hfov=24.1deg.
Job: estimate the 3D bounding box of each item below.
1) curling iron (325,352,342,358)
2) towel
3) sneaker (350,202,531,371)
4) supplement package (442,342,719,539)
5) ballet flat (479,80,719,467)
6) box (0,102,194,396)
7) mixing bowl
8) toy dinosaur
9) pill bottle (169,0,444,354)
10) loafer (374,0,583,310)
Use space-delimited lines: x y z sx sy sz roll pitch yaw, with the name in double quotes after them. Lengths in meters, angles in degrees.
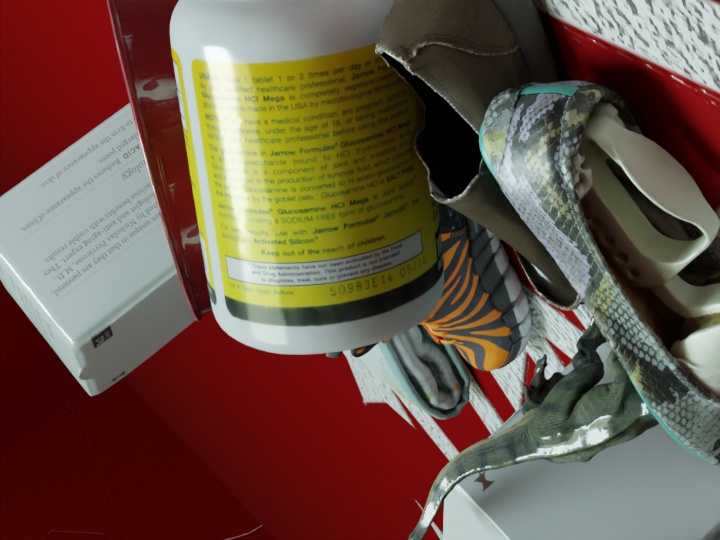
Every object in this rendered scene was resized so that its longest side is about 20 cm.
0.000 0.000 1.034 0.026 0.050 0.200 28 147 2 "curling iron"
-0.010 0.001 1.180 0.171 0.048 0.200 40 164 48 "towel"
0.025 0.013 0.934 0.078 0.112 0.200 41 164 37 "sneaker"
0.125 0.144 0.953 0.117 0.117 0.200 47 167 18 "supplement package"
0.125 0.004 0.683 0.200 0.072 0.072 51 168 -19 "ballet flat"
-0.182 -0.022 1.350 0.131 0.200 0.199 50 167 9 "box"
-0.062 -0.082 0.903 0.200 0.108 0.201 166 90 -88 "mixing bowl"
0.102 0.066 0.821 0.200 0.088 0.047 -28 118 34 "toy dinosaur"
-0.025 -0.073 0.763 0.112 0.112 0.201 32 134 55 "pill bottle"
0.056 -0.051 0.740 0.073 0.071 0.200 34 159 52 "loafer"
